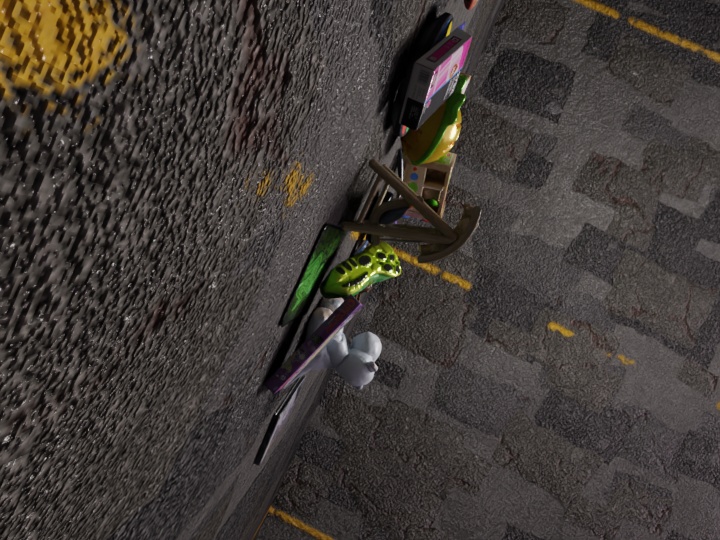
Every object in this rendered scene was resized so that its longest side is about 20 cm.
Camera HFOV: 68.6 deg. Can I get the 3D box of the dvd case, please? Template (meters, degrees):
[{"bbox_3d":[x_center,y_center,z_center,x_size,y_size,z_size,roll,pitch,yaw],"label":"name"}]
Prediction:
[{"bbox_3d":[-0.191,0.357,1.283,0.149,0.016,0.200,-66,175,18],"label":"dvd case"}]

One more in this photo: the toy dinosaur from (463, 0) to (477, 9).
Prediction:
[{"bbox_3d":[0.204,-0.530,0.905,0.199,0.105,0.182,-16,160,-32],"label":"toy dinosaur"}]

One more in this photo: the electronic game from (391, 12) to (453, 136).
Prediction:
[{"bbox_3d":[0.102,-0.313,0.857,0.200,0.041,0.201,25,90,-86],"label":"electronic game"}]

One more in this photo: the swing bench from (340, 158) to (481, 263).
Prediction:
[{"bbox_3d":[0.092,-0.093,0.924,0.199,0.199,0.130,-43,158,-79],"label":"swing bench"}]

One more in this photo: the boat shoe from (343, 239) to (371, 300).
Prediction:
[{"bbox_3d":[-0.003,0.019,1.260,0.072,0.072,0.201,-58,172,-57],"label":"boat shoe"}]

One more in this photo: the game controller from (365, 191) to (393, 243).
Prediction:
[{"bbox_3d":[0.042,-0.112,1.241,0.200,0.042,0.105,92,18,-77],"label":"game controller"}]

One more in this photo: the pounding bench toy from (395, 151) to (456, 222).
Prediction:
[{"bbox_3d":[0.161,-0.222,1.321,0.200,0.124,0.157,-62,163,-60],"label":"pounding bench toy"}]

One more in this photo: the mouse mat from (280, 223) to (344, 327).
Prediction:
[{"bbox_3d":[-0.070,0.004,0.825,0.200,0.008,0.162,-16,131,-83],"label":"mouse mat"}]

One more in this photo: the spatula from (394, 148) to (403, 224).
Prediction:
[{"bbox_3d":[0.086,-0.176,1.208,0.057,0.020,0.201,-82,176,-69],"label":"spatula"}]

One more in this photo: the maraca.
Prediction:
[{"bbox_3d":[0.141,-0.278,0.985,0.200,0.107,0.138,136,-35,-59],"label":"maraca"}]

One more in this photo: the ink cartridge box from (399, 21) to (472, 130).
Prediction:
[{"bbox_3d":[0.122,-0.297,0.797,0.200,0.037,0.095,-54,165,-42],"label":"ink cartridge box"}]

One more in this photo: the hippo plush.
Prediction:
[{"bbox_3d":[-0.034,0.156,1.067,0.160,0.160,0.200,111,6,-46],"label":"hippo plush"}]

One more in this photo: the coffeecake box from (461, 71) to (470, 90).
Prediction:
[{"bbox_3d":[0.193,-0.393,1.286,0.200,0.073,0.154,-59,172,-54],"label":"coffeecake box"}]

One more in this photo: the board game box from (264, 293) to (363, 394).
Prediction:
[{"bbox_3d":[-0.074,0.122,0.897,0.200,0.032,0.120,-46,170,-2],"label":"board game box"}]

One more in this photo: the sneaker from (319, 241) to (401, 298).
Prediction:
[{"bbox_3d":[0.000,0.000,0.952,0.083,0.074,0.200,-26,176,42],"label":"sneaker"}]
